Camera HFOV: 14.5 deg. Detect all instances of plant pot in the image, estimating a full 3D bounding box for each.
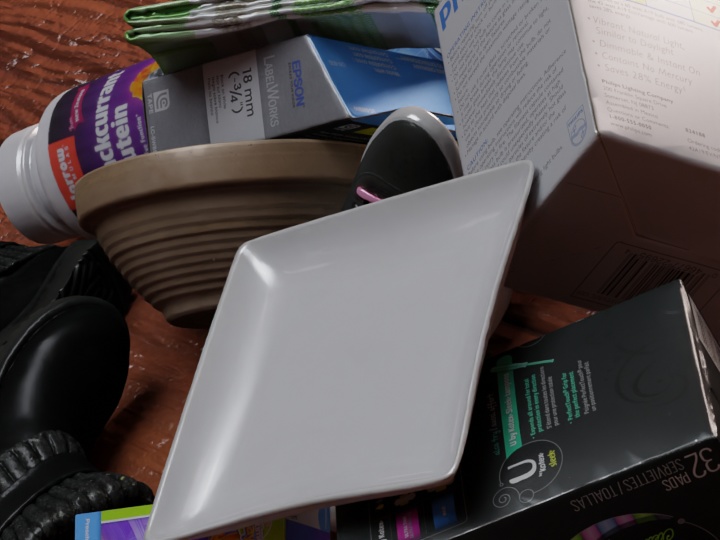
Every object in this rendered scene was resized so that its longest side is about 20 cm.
[{"bbox_3d":[-0.074,-0.016,1.750,0.201,0.201,0.093,-10,81,31],"label":"plant pot"}]

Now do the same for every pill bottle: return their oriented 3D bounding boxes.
[{"bbox_3d":[-0.147,-0.081,1.905,0.200,0.111,0.111,-18,36,35],"label":"pill bottle"}]

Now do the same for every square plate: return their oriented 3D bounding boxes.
[{"bbox_3d":[-0.006,0.047,1.428,0.200,0.028,0.198,-15,43,36],"label":"square plate"}]

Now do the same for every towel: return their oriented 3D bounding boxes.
[{"bbox_3d":[-0.033,-0.144,1.733,0.200,0.149,0.031,-7,80,8],"label":"towel"}]

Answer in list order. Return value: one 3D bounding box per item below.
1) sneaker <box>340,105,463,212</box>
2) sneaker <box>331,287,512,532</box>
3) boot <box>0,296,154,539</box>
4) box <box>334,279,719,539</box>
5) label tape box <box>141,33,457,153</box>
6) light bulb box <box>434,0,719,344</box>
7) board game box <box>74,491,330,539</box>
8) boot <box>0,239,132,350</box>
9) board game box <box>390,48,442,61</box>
[{"bbox_3d":[0.000,0.000,1.621,0.071,0.200,0.099,33,45,14],"label":"sneaker"},{"bbox_3d":[0.034,0.078,1.615,0.071,0.073,0.200,29,65,26],"label":"sneaker"},{"bbox_3d":[-0.172,0.112,1.700,0.158,0.079,0.211,5,58,52],"label":"boot"},{"bbox_3d":[0.105,0.126,1.406,0.200,0.149,0.124,-24,35,14],"label":"box"},{"bbox_3d":[-0.012,-0.101,1.745,0.200,0.144,0.063,-12,79,36],"label":"label tape box"},{"bbox_3d":[0.161,-0.084,1.522,0.125,0.198,0.200,-51,34,40],"label":"light bulb box"},{"bbox_3d":[-0.083,0.219,1.452,0.134,0.045,0.200,-11,70,30],"label":"board game box"},{"bbox_3d":[-0.260,0.053,1.861,0.158,0.079,0.211,2,36,32],"label":"boot"},{"bbox_3d":[0.054,-0.176,1.830,0.135,0.034,0.200,2,82,35],"label":"board game box"}]
